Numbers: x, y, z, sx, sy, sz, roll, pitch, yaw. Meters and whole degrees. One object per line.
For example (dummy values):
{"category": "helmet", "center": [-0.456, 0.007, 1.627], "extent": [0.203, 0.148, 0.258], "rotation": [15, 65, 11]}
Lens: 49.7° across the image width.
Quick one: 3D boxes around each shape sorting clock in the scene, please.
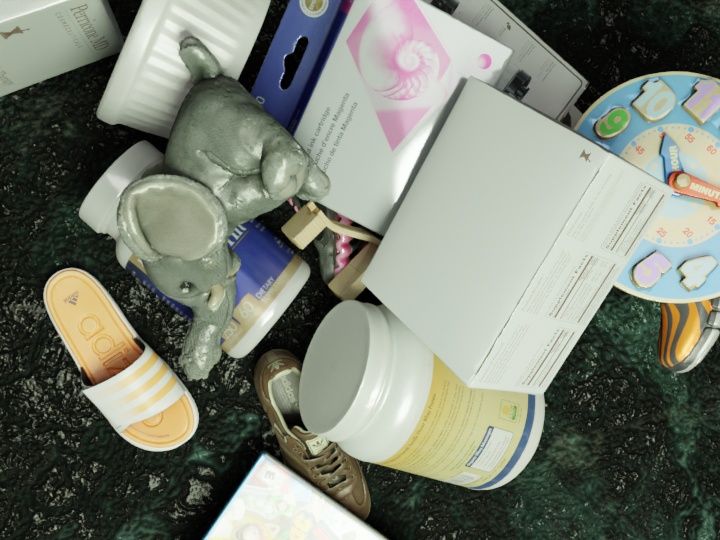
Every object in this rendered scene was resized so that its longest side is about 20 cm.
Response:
{"category": "shape sorting clock", "center": [0.270, -0.073, 0.668], "extent": [0.197, 0.039, 0.203], "rotation": [-1, 82, 4]}

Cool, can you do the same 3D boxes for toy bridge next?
{"category": "toy bridge", "center": [0.000, 0.000, 0.744], "extent": [0.067, 0.027, 0.200], "rotation": [-44, 133, -8]}

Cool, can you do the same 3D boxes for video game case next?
{"category": "video game case", "center": [-0.054, 0.289, 0.741], "extent": [0.199, 0.018, 0.144], "rotation": [36, 84, -4]}

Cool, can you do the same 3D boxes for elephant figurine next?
{"category": "elephant figurine", "center": [-0.131, -0.041, 0.621], "extent": [0.200, 0.141, 0.155], "rotation": [-45, 66, 1]}

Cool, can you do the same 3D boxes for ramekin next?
{"category": "ramekin", "center": [-0.153, -0.208, 0.697], "extent": [0.094, 0.202, 0.204], "rotation": [25, 86, -19]}

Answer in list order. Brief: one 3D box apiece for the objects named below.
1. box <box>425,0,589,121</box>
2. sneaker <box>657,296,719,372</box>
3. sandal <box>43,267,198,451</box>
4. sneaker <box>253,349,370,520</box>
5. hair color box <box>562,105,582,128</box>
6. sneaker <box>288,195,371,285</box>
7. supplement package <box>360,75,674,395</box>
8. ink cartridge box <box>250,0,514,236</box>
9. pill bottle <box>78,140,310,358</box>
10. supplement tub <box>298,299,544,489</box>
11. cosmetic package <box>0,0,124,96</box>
{"category": "box", "center": [0.103, -0.193, 0.741], "extent": [0.199, 0.060, 0.117], "rotation": [38, 84, -6]}
{"category": "sneaker", "center": [0.281, -0.014, 0.722], "extent": [0.111, 0.078, 0.202], "rotation": [18, 78, -7]}
{"category": "sandal", "center": [-0.238, 0.091, 0.743], "extent": [0.079, 0.059, 0.207], "rotation": [-37, 96, -8]}
{"category": "sneaker", "center": [-0.049, 0.174, 0.766], "extent": [0.070, 0.076, 0.201], "rotation": [-30, 95, -8]}
{"category": "hair color box", "center": [0.124, -0.187, 0.806], "extent": [0.200, 0.061, 0.102], "rotation": [42, 83, -8]}
{"category": "sneaker", "center": [-0.045, -0.082, 0.781], "extent": [0.094, 0.079, 0.203], "rotation": [-3, 96, 19]}
{"category": "supplement package", "center": [0.121, -0.027, 0.642], "extent": [0.110, 0.156, 0.201], "rotation": [13, 112, -44]}
{"category": "ink cartridge box", "center": [0.003, -0.150, 0.690], "extent": [0.198, 0.043, 0.198], "rotation": [25, 105, -4]}
{"category": "pill bottle", "center": [-0.155, -0.021, 0.730], "extent": [0.200, 0.116, 0.116], "rotation": [40, 84, -7]}
{"category": "supplement tub", "center": [0.056, 0.115, 0.727], "extent": [0.198, 0.144, 0.146], "rotation": [21, 86, -27]}
{"category": "cosmetic package", "center": [-0.339, -0.257, 0.674], "extent": [0.198, 0.167, 0.168], "rotation": [-23, 92, -8]}
